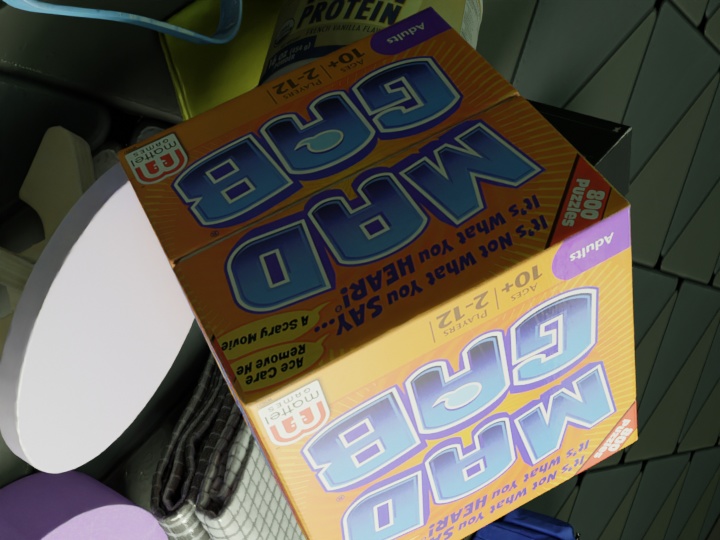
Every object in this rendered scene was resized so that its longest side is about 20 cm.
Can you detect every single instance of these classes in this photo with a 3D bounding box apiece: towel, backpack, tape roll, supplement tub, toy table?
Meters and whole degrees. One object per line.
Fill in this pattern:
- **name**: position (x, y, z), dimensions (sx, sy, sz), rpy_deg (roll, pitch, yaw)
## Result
- **towel**: position (-0.088, 0.161, 0.917), dimensions (0.200, 0.085, 0.166), rpy_deg (-74, 151, -42)
- **towel**: position (-0.073, -0.192, 0.841), dimensions (0.200, 0.018, 0.086), rpy_deg (-45, 137, -34)
- **backpack**: position (0.239, 0.447, 1.565), dimensions (0.168, 0.162, 0.201), rpy_deg (-50, 143, -34)
- **tape roll**: position (-0.229, 0.249, 0.810), dimensions (0.200, 0.065, 0.201), rpy_deg (-36, 137, -43)
- **supplement tub**: position (0.010, -0.157, 0.792), dimensions (0.145, 0.144, 0.201), rpy_deg (64, 31, -51)
- **toy table**: position (-0.183, 0.009, 0.689), dimensions (0.200, 0.117, 0.184), rpy_deg (-60, 148, -14)

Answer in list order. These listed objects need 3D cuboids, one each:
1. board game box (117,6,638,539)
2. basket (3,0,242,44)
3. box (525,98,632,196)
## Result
- **board game box**: position (0.015, 0.017, 0.629), dimensions (0.199, 0.200, 0.200), rpy_deg (-27, 138, -9)
- **basket**: position (-0.126, -0.233, 0.612), dimensions (0.176, 0.139, 0.201), rpy_deg (-6, 103, -57)
- **box**: position (0.127, -0.093, 1.030), dimensions (0.141, 0.199, 0.079), rpy_deg (-44, 141, -33)
